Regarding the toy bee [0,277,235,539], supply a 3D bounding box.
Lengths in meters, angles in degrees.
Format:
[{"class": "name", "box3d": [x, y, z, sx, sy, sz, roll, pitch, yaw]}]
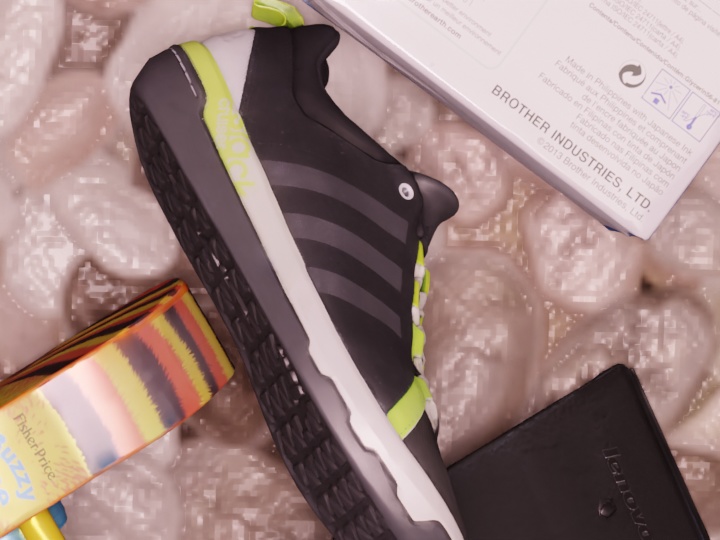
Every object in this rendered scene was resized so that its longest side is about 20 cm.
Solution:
[{"class": "toy bee", "box3d": [-0.125, 0.077, 0.928, 0.131, 0.109, 0.200, 39, 90, -10]}]

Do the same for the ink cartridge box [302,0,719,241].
[{"class": "ink cartridge box", "box3d": [0.091, -0.128, 0.948, 0.136, 0.076, 0.200, 36, 92, -9]}]

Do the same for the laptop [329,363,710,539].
[{"class": "laptop", "box3d": [0.024, 0.162, 1.001, 0.200, 0.116, 0.188, -21, 98, 25]}]

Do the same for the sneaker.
[{"class": "sneaker", "box3d": [0.000, 0.000, 0.929, 0.083, 0.072, 0.200, -22, 72, -16]}]
